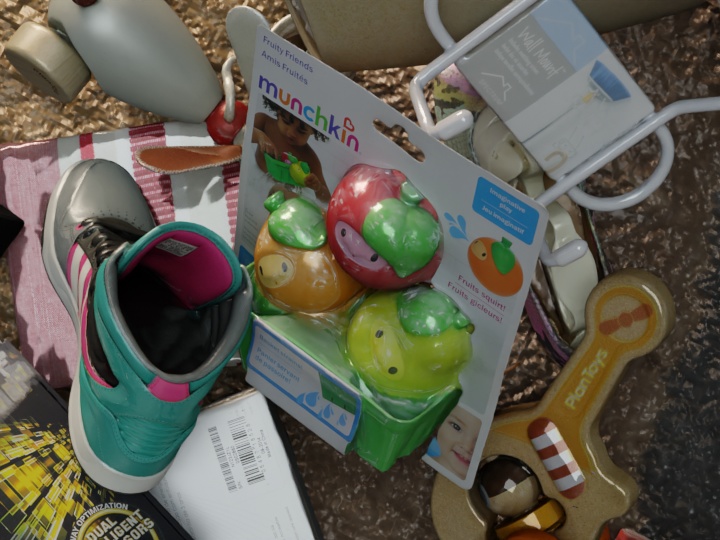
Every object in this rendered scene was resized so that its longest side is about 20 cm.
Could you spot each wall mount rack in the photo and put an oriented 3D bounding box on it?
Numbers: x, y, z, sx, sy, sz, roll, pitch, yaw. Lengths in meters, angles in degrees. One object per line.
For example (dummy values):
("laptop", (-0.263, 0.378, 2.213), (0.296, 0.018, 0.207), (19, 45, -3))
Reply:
("wall mount rack", (0.128, -0.092, 0.920), (0.174, 0.075, 0.200), (-35, 130, 14))

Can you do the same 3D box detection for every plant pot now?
("plant pot", (0.052, -0.186, 0.975), (0.199, 0.187, 0.188), (-23, 89, -4))

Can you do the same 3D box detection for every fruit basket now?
("fruit basket", (0.000, 0.000, 0.944), (0.185, 0.200, 0.094), (35, 54, 23))

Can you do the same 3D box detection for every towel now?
("towel", (-0.102, -0.013, 1.064), (0.199, 0.023, 0.145), (-8, 87, -1))

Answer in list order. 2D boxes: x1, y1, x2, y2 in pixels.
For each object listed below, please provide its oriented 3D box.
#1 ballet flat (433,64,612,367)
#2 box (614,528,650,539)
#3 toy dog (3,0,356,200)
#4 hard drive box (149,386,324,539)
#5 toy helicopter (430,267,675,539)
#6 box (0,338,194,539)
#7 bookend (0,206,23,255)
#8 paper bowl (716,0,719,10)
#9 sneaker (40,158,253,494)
("ballet flat", (0.101, -0.035, 1.038), (0.069, 0.071, 0.201), (-22, 89, -6))
("box", (0.163, 0.208, 0.970), (0.094, 0.200, 0.103), (28, 88, 2))
("toy dog", (-0.100, -0.113, 1.016), (0.199, 0.096, 0.132), (16, 79, 3))
("hard drive box", (-0.120, 0.168, 1.033), (0.199, 0.077, 0.156), (-19, 89, 0))
("toy helicopter", (0.100, 0.079, 1.012), (0.132, 0.079, 0.200), (35, 114, 16))
("box", (-0.200, 0.150, 0.922), (0.161, 0.049, 0.200), (45, 54, 9))
("bookend", (-0.256, -0.075, 1.017), (0.198, 0.092, 0.200), (34, 90, 4))
("paper bowl", (0.250, -0.170, 0.982), (0.104, 0.200, 0.201), (-15, 89, 29))
("sneaker", (-0.113, 0.000, 0.960), (0.083, 0.121, 0.201), (7, 53, -30))
